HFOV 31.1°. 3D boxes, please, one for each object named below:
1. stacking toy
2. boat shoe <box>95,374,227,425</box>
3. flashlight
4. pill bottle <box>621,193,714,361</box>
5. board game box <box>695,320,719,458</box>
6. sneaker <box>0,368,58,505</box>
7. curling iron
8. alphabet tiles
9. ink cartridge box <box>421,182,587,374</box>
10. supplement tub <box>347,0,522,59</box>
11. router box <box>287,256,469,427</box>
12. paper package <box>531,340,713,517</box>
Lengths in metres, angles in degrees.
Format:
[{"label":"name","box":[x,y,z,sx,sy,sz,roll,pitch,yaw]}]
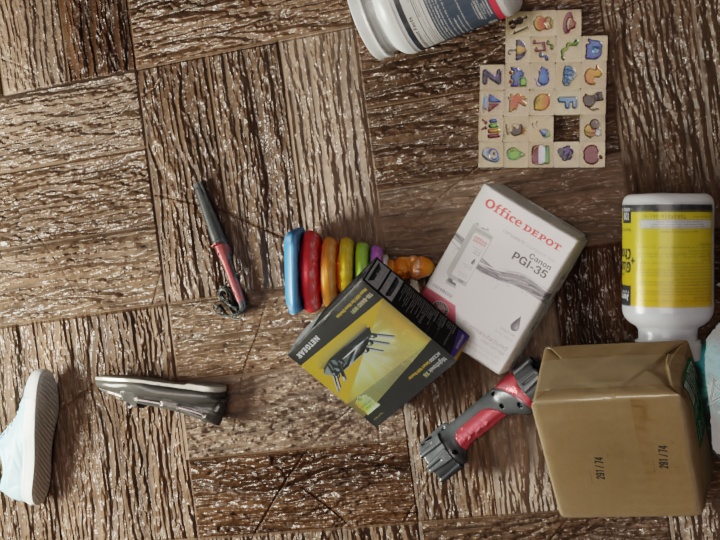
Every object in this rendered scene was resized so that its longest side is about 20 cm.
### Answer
[{"label":"stacking toy","box":[0.000,0.000,1.714,0.198,0.116,0.111,-1,98,4]},{"label":"boat shoe","box":[-0.283,0.181,1.818,0.198,0.067,0.058,4,89,14]},{"label":"flashlight","box":[0.167,0.197,1.676,0.068,0.068,0.200,45,105,-8]},{"label":"pill bottle","box":[0.374,0.007,1.577,0.111,0.112,0.203,0,92,17]},{"label":"board game box","box":[0.481,0.177,1.594,0.199,0.028,0.136,38,102,13]},{"label":"sneaker","box":[-0.494,0.239,1.884,0.081,0.074,0.202,9,94,14]},{"label":"curling iron","box":[-0.202,-0.027,1.803,0.049,0.026,0.202,-16,87,15]},{"label":"alphabet tiles","box":[0.234,-0.233,1.667,0.165,0.008,0.203,2,92,18]},{"label":"ink cartridge box","box":[0.176,0.007,1.655,0.146,0.083,0.201,32,102,14]},{"label":"supplement tub","box":[0.093,-0.360,1.636,0.198,0.140,0.142,-18,87,17]},{"label":"router box","box":[0.020,0.096,1.656,0.157,0.052,0.200,39,135,-5]},{"label":"paper package","box":[0.317,0.194,1.559,0.189,0.104,0.201,-5,123,22]}]
